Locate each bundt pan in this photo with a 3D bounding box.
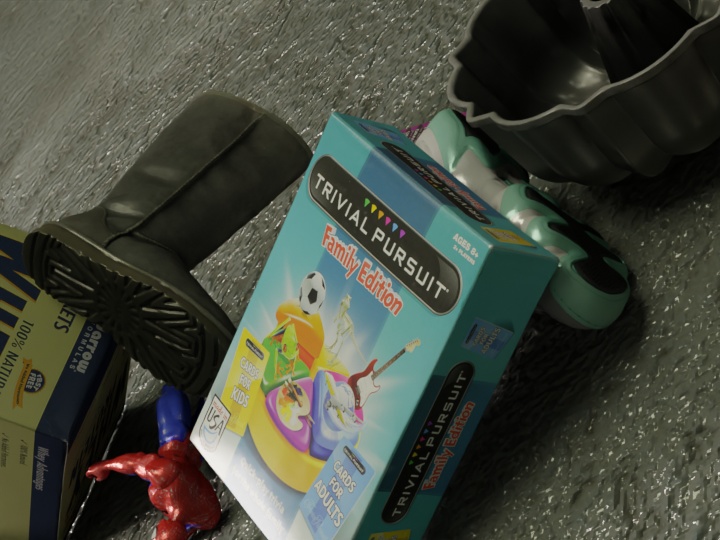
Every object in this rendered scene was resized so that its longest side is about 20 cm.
[{"bbox_3d":[0.147,-0.121,0.907,0.202,0.076,0.202,-31,29,20],"label":"bundt pan"}]

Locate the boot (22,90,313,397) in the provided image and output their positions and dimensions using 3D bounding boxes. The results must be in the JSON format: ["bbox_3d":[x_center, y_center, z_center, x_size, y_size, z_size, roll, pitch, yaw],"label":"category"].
[{"bbox_3d":[-0.095,-0.024,1.137,0.200,0.182,0.073,-37,-21,-46],"label":"boot"}]

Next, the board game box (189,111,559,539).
[{"bbox_3d":[-0.001,0.043,0.880,0.151,0.047,0.200,43,115,47],"label":"board game box"}]

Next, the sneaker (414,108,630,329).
[{"bbox_3d":[0.054,0.014,0.915,0.140,0.078,0.200,-53,29,11],"label":"sneaker"}]

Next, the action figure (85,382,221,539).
[{"bbox_3d":[-0.132,0.121,1.116,0.099,0.065,0.200,-34,28,18],"label":"action figure"}]

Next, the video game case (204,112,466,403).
[{"bbox_3d":[0.000,0.000,1.079,0.181,0.036,0.200,-12,46,56],"label":"video game case"}]

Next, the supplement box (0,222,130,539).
[{"bbox_3d":[-0.269,0.071,1.184,0.200,0.199,0.134,109,-179,-57],"label":"supplement box"}]
